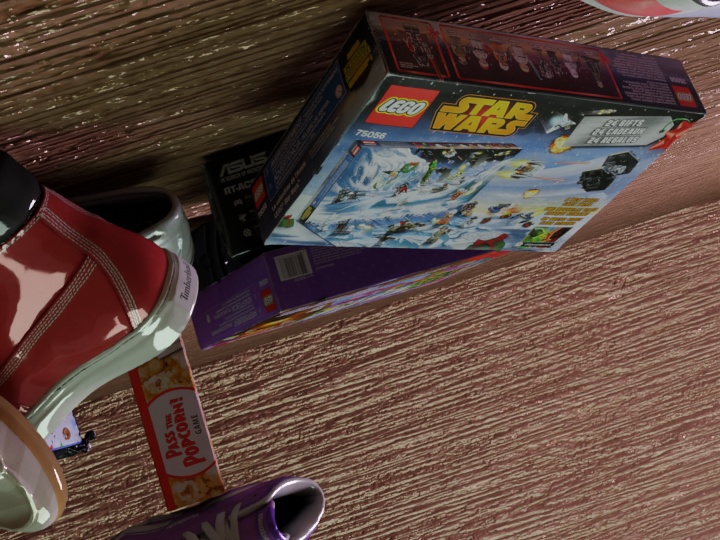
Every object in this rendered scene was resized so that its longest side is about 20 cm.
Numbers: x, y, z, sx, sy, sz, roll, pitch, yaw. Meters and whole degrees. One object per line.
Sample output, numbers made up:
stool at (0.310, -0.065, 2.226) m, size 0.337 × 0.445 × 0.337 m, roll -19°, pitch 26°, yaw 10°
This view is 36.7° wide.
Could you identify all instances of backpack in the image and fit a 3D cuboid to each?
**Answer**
backpack at (-0.544, 0.259, 1.669) m, size 0.199 × 0.155 × 0.190 m, roll -25°, pitch -179°, yaw 13°

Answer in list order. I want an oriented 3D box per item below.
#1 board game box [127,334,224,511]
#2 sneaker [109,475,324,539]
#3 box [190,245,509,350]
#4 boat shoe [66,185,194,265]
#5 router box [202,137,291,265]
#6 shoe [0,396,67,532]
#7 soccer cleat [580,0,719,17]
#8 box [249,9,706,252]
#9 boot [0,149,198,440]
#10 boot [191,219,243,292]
board game box at (-0.158, 0.082, 0.860) m, size 0.046 × 0.201 × 0.152 m, roll -16°, pitch 174°, yaw -11°
sneaker at (-0.112, 0.196, 0.767) m, size 0.200 × 0.073 × 0.114 m, roll -27°, pitch 178°, yaw -39°
box at (0.000, 0.000, 0.722) m, size 0.199 × 0.039 × 0.137 m, roll -15°, pitch 175°, yaw -30°
boat shoe at (-0.192, -0.006, 0.599) m, size 0.199 × 0.072 × 0.069 m, roll -6°, pitch 144°, yaw -10°
router box at (0.009, -0.059, 0.707) m, size 0.199 × 0.062 × 0.150 m, roll -18°, pitch 174°, yaw 0°
shoe at (-0.223, 0.065, 0.505) m, size 0.070 × 0.200 × 0.053 m, roll -29°, pitch -156°, yaw 36°
soccer cleat at (0.139, -0.134, 0.445) m, size 0.073 × 0.069 × 0.200 m, roll 8°, pitch -164°, yaw 37°
box at (0.060, -0.062, 0.561) m, size 0.199 × 0.040 × 0.137 m, roll 1°, pitch 149°, yaw -32°
boot at (-0.198, 0.023, 0.538) m, size 0.200 × 0.073 × 0.144 m, roll -36°, pitch 129°, yaw 26°
boot at (-0.107, 0.000, 0.922) m, size 0.162 × 0.074 × 0.198 m, roll -18°, pitch 176°, yaw 44°
